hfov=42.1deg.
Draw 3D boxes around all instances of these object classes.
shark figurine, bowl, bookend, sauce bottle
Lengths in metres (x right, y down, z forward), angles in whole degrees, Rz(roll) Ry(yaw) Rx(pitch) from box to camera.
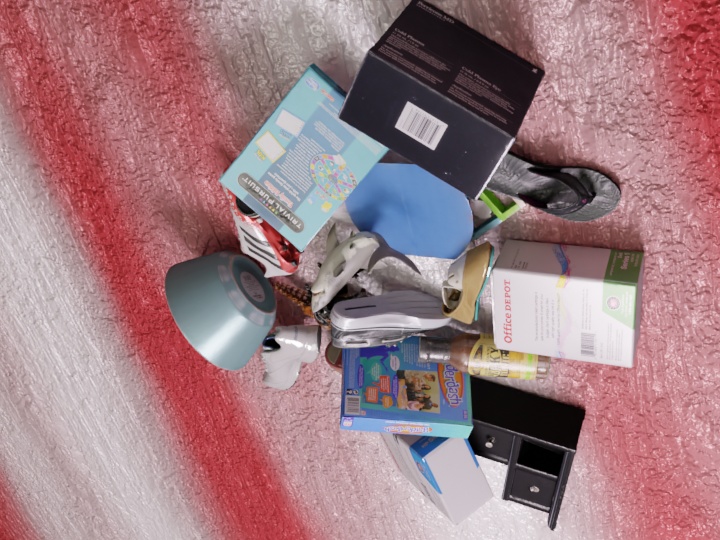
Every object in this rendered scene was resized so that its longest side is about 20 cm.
[{"bbox_3d":[0.012,-0.017,1.357,0.089,0.130,0.214,23,151,-27],"label":"shark figurine"},{"bbox_3d":[-0.210,0.048,1.508,0.105,0.201,0.201,-34,107,20],"label":"bowl"},{"bbox_3d":[0.247,0.297,1.525,0.198,0.092,0.201,16,130,15],"label":"bookend"},{"bbox_3d":[0.187,0.128,1.415,0.197,0.065,0.065,3,127,4],"label":"sauce bottle"}]

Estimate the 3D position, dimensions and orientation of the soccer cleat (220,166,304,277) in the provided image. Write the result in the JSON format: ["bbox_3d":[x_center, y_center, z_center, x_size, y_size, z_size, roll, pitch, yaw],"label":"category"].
[{"bbox_3d":[-0.169,-0.071,1.464,0.085,0.069,0.201,-19,118,34],"label":"soccer cleat"}]

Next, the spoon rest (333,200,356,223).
[{"bbox_3d":[-0.063,-0.115,1.396,0.197,0.061,0.100,1,127,8],"label":"spoon rest"}]

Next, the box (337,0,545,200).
[{"bbox_3d":[0.104,-0.215,1.147,0.199,0.183,0.105,31,132,1],"label":"box"}]

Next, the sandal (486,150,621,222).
[{"bbox_3d":[0.244,-0.106,1.237,0.198,0.048,0.076,14,119,6],"label":"sandal"}]

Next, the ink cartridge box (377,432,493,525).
[{"bbox_3d":[0.112,0.298,1.528,0.200,0.084,0.147,31,151,61],"label":"ink cartridge box"}]

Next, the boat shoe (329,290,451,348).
[{"bbox_3d":[0.043,0.079,1.426,0.197,0.072,0.072,-1,126,-19],"label":"boat shoe"}]

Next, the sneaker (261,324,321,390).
[{"bbox_3d":[-0.132,0.138,1.572,0.086,0.075,0.200,13,144,-18],"label":"sneaker"}]

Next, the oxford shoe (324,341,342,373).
[{"bbox_3d":[0.042,0.156,1.549,0.197,0.071,0.075,13,160,10],"label":"oxford shoe"}]

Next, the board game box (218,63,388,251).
[{"bbox_3d":[-0.072,-0.151,1.264,0.151,0.047,0.200,40,107,-7],"label":"board game box"}]

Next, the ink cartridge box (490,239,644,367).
[{"bbox_3d":[0.291,0.044,1.318,0.197,0.084,0.146,7,127,21],"label":"ink cartridge box"}]

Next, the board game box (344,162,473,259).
[{"bbox_3d":[0.073,-0.094,1.323,0.198,0.039,0.159,6,131,29],"label":"board game box"}]

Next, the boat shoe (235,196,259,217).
[{"bbox_3d":[-0.121,-0.158,1.330,0.072,0.068,0.200,43,111,8],"label":"boat shoe"}]

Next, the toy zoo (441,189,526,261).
[{"bbox_3d":[0.124,-0.095,1.335,0.131,0.021,0.199,46,130,-11],"label":"toy zoo"}]

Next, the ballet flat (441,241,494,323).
[{"bbox_3d":[0.149,0.021,1.342,0.062,0.069,0.201,10,150,5],"label":"ballet flat"}]

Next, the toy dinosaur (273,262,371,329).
[{"bbox_3d":[-0.042,0.060,1.490,0.197,0.103,0.136,1,146,-1],"label":"toy dinosaur"}]

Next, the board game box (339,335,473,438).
[{"bbox_3d":[0.069,0.173,1.433,0.197,0.154,0.045,5,144,-4],"label":"board game box"}]
